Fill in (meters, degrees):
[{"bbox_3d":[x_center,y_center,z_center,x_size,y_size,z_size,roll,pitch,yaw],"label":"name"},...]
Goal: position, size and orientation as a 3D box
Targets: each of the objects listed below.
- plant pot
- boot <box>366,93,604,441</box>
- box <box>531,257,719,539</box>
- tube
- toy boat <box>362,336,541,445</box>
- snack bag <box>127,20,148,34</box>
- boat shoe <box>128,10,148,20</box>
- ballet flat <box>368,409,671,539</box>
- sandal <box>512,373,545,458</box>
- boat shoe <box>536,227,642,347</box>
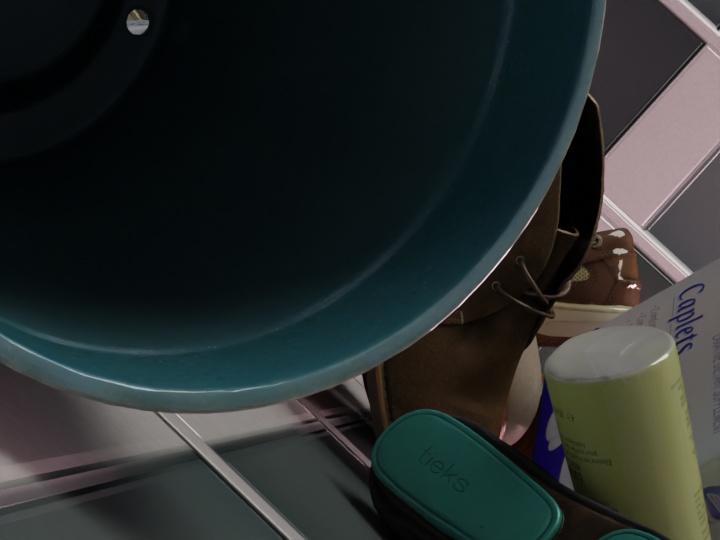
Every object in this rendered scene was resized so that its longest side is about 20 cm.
[{"bbox_3d":[-0.072,-0.081,0.503,0.200,0.201,0.188,41,-12,-28],"label":"plant pot"},{"bbox_3d":[0.054,0.009,0.828,0.075,0.201,0.073,2,-9,39],"label":"boot"},{"bbox_3d":[0.181,0.071,0.865,0.105,0.199,0.184,52,24,-16],"label":"box"},{"bbox_3d":[0.115,0.122,0.761,0.058,0.052,0.201,-44,124,-54],"label":"tube"},{"bbox_3d":[0.000,0.000,0.931,0.130,0.130,0.201,179,-100,-70],"label":"toy boat"},{"bbox_3d":[-0.103,-0.108,0.940,0.187,0.022,0.200,-2,8,-6],"label":"snack bag"},{"bbox_3d":[-0.115,-0.158,1.201,0.200,0.065,0.072,42,1,-11],"label":"boat shoe"},{"bbox_3d":[0.076,0.118,0.707,0.200,0.073,0.073,36,-3,47],"label":"ballet flat"},{"bbox_3d":[0.053,0.074,1.060,0.059,0.079,0.206,40,-5,-29],"label":"sandal"},{"bbox_3d":[0.049,-0.001,1.043,0.201,0.075,0.075,3,-1,9],"label":"boat shoe"}]
